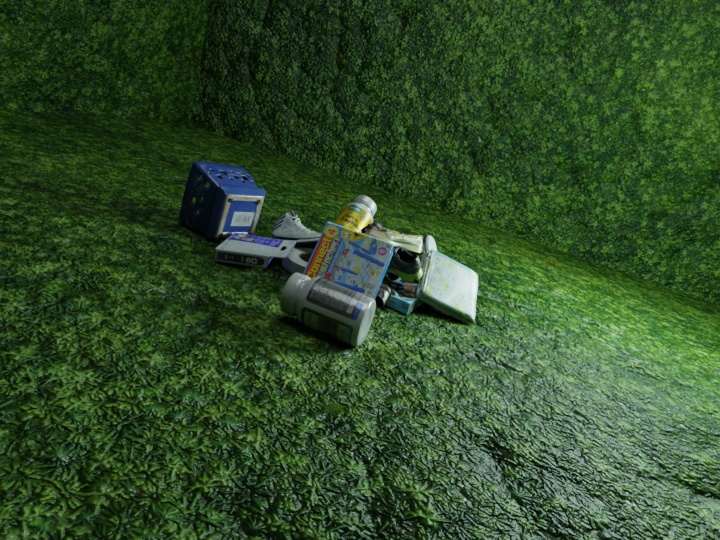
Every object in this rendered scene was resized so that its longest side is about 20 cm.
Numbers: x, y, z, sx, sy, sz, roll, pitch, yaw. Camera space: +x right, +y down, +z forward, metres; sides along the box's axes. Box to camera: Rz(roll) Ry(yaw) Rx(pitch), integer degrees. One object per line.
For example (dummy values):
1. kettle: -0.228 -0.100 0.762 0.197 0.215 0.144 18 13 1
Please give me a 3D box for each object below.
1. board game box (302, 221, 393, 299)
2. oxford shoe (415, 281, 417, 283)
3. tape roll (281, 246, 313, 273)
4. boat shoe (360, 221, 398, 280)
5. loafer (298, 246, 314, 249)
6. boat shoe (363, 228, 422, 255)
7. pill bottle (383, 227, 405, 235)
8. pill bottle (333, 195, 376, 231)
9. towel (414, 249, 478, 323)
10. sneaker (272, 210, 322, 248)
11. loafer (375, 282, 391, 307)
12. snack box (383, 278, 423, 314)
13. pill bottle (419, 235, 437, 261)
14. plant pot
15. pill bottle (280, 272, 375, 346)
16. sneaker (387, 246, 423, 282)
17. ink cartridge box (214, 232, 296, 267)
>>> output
1. board game box: -0.035 -0.006 1.417 0.193 0.202 0.056 19 -24 9
2. oxford shoe: 0.229 0.038 1.691 0.199 0.072 0.071 35 -5 48
3. tape roll: -0.138 -0.018 1.613 0.199 0.038 0.203 15 17 -4
4. boat shoe: 0.057 -0.053 1.649 0.072 0.075 0.202 -16 63 -19
5. loafer: -0.112 -0.073 1.746 0.197 0.077 0.068 18 23 3
6. boat shoe: 0.097 -0.094 1.580 0.198 0.064 0.073 13 -12 -24
7. pill bottle: 0.052 -0.101 1.922 0.196 0.116 0.114 16 17 0
8. pill bottle: -0.025 -0.154 1.814 0.111 0.114 0.201 22 59 19
9. towel: 0.256 0.045 1.587 0.198 0.048 0.173 26 54 -13
10. sneaker: -0.187 -0.133 1.682 0.197 0.118 0.076 -2 -7 17
11. loafer: -0.013 0.050 1.452 0.196 0.074 0.072 12 27 0
12. snack box: 0.123 0.069 1.585 0.115 0.038 0.199 23 18 18
13. pill bottle: 0.141 -0.040 1.723 0.197 0.114 0.112 -10 8 21
14. plant pot: -0.416 -0.202 1.670 0.179 0.203 0.198 36 25 33
15. pill bottle: -0.074 0.083 1.221 0.197 0.116 0.114 21 17 14
16. sneaker: 0.087 -0.038 1.546 0.197 0.082 0.074 16 47 16
17. ink cartridge box: -0.291 -0.056 1.539 0.196 0.044 0.198 7 17 1
